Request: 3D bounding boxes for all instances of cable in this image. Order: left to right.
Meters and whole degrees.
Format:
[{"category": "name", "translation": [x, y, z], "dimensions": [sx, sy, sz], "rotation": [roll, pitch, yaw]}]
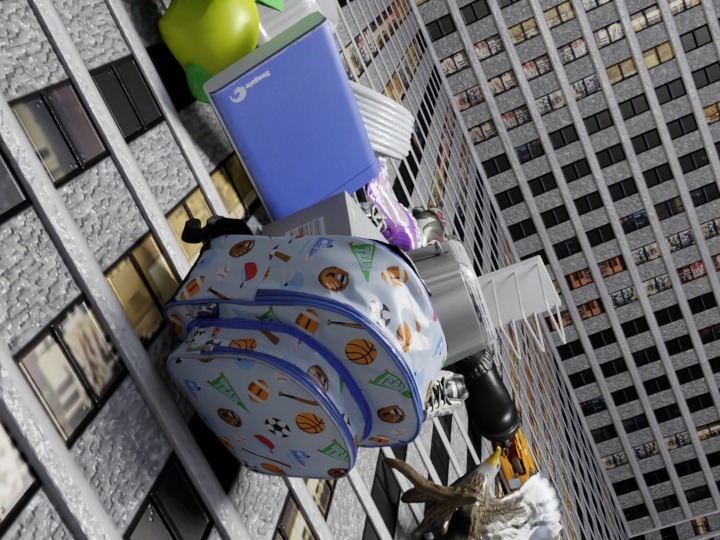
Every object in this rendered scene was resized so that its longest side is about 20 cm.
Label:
[{"category": "cable", "translation": [-0.028, -0.189, 1.029], "dimensions": [0.070, 0.197, 0.199], "rotation": [-68, 161, 7]}]

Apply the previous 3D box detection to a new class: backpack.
[{"category": "backpack", "translation": [-0.036, 0.059, 0.654], "dimensions": [0.201, 0.187, 0.156], "rotation": [56, 36, -37]}]

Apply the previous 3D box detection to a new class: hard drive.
[{"category": "hard drive", "translation": [-0.061, -0.137, 0.875], "dimensions": [0.025, 0.131, 0.201], "rotation": [46, -13, 40]}]

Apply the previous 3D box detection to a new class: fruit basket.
[{"category": "fruit basket", "translation": [-0.155, -0.272, 0.836], "dimensions": [0.215, 0.153, 0.219], "rotation": [23, 90, -78]}]

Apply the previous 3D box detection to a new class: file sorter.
[{"category": "file sorter", "translation": [0.277, 0.092, 1.663], "dimensions": [0.139, 0.197, 0.126], "rotation": [54, 23, -41]}]

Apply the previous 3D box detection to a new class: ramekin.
[{"category": "ramekin", "translation": [-0.103, -0.378, 1.157], "dimensions": [0.204, 0.093, 0.204], "rotation": [59, 18, -32]}]

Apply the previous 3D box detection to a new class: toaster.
[{"category": "toaster", "translation": [0.109, 0.055, 1.221], "dimensions": [0.114, 0.127, 0.202], "rotation": [-102, 171, -59]}]

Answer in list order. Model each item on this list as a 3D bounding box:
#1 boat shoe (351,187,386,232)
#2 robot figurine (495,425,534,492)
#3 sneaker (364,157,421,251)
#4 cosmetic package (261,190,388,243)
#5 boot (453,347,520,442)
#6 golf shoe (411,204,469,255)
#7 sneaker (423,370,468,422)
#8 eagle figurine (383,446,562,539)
[{"category": "boat shoe", "translation": [-0.002, -0.068, 1.154], "dimensions": [0.073, 0.067, 0.203], "rotation": [7, 64, -73]}, {"category": "robot figurine", "translation": [0.277, 0.331, 1.619], "dimensions": [0.145, 0.057, 0.204], "rotation": [26, 46, -68]}, {"category": "sneaker", "translation": [0.017, -0.091, 1.250], "dimensions": [0.203, 0.080, 0.088], "rotation": [65, 22, 3]}, {"category": "cosmetic package", "translation": [-0.014, 0.011, 0.948], "dimensions": [0.200, 0.105, 0.092], "rotation": [46, 27, -51]}, {"category": "boot", "translation": [0.202, 0.175, 1.512], "dimensions": [0.213, 0.078, 0.159], "rotation": [-109, 175, -50]}, {"category": "golf shoe", "translation": [0.141, -0.035, 1.632], "dimensions": [0.200, 0.076, 0.089], "rotation": [49, 45, -46]}, {"category": "sneaker", "translation": [0.087, 0.158, 1.136], "dimensions": [0.200, 0.086, 0.077], "rotation": [2, 69, -72]}, {"category": "eagle figurine", "translation": [0.138, 0.278, 1.036], "dimensions": [0.199, 0.150, 0.153], "rotation": [33, 27, -53]}]
